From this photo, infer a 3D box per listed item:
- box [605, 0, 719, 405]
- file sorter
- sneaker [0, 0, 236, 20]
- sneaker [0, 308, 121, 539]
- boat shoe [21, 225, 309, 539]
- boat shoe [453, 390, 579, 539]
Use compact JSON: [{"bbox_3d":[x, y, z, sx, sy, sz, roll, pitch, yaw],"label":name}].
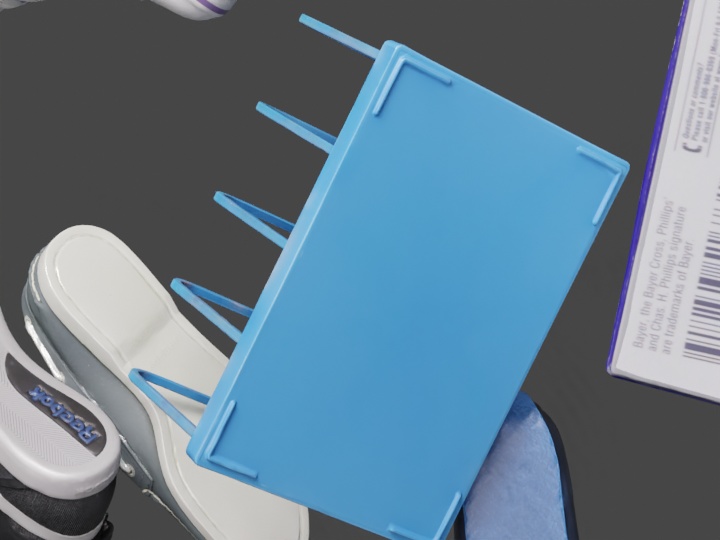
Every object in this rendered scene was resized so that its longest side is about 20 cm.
[{"bbox_3d":[0.183,-0.035,1.099,0.104,0.200,0.186,13,93,11],"label":"box"},{"bbox_3d":[0.000,0.000,1.154,0.138,0.123,0.201,24,95,-32],"label":"file sorter"},{"bbox_3d":[-0.157,-0.146,1.232,0.200,0.073,0.115,30,100,19],"label":"sneaker"},{"bbox_3d":[-0.198,0.078,1.239,0.200,0.073,0.112,43,138,31],"label":"sneaker"},{"bbox_3d":[-0.098,0.071,1.236,0.201,0.073,0.062,54,142,-1],"label":"boat shoe"},{"bbox_3d":[0.083,0.159,1.191,0.083,0.069,0.202,4,88,9],"label":"boat shoe"}]
